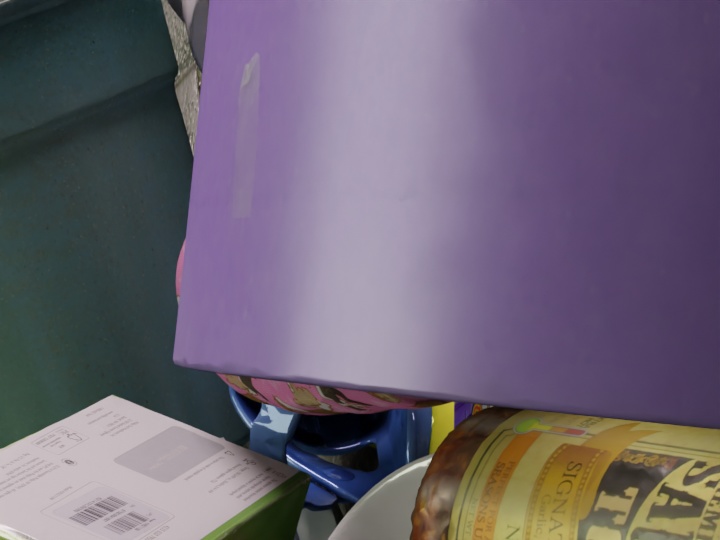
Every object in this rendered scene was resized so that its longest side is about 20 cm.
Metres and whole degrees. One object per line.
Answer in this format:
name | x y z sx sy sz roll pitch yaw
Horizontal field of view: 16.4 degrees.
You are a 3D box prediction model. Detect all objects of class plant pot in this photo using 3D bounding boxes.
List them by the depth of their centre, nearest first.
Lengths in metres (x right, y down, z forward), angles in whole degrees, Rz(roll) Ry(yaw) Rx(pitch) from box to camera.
plant pot | -0.139 -0.003 1.005 0.197 0.199 0.200 70 166 -8

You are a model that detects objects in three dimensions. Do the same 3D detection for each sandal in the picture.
sandal | -0.010 0.043 0.958 0.200 0.087 0.080 -135 52 -72

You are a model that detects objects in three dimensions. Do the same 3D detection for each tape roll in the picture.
tape roll | 0.063 -0.011 0.520 0.200 0.199 0.086 179 98 -74

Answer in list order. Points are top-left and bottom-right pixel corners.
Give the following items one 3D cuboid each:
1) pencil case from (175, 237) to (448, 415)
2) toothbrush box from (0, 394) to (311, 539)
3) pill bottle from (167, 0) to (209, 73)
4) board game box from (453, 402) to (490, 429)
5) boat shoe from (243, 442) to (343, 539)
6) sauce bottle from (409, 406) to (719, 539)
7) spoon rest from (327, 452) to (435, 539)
pencil case | 0.000 0.000 0.787 0.087 0.082 0.200 65 165 -6
toothbrush box | -0.102 0.160 0.838 0.146 0.086 0.201 -25 -45 -68
pill bottle | -0.037 -0.163 1.071 0.201 0.116 0.117 -104 25 -47
board game box | 0.081 -0.013 0.736 0.200 0.045 0.135 134 139 -65
boat shoe | -0.035 0.128 1.003 0.200 0.069 0.071 -109 -1 -49
sauce bottle | 0.096 0.065 0.521 0.199 0.066 0.066 1 84 49
spoon rest | 0.006 0.141 0.712 0.099 0.061 0.201 -7 60 42
